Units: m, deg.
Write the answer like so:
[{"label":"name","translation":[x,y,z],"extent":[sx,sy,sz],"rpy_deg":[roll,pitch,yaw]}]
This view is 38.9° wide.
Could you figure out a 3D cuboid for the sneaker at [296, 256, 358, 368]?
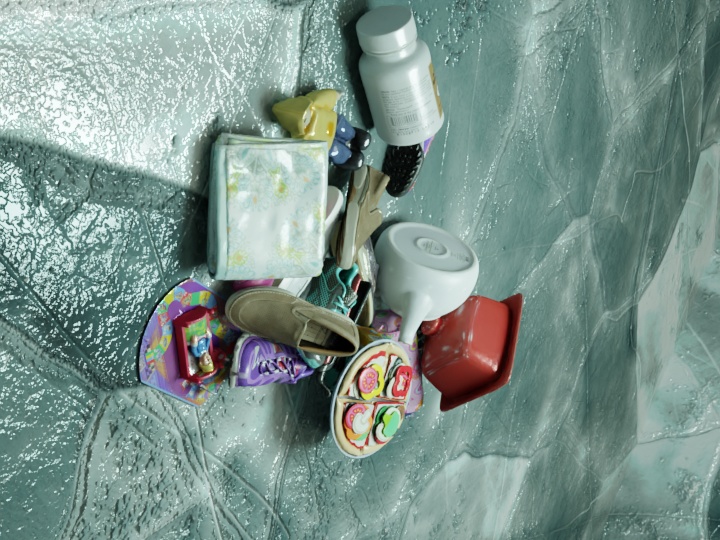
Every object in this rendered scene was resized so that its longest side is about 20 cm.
[{"label":"sneaker","translation":[-0.050,0.053,1.555],"extent":[0.078,0.091,0.200],"rpy_deg":[50,36,-47]}]

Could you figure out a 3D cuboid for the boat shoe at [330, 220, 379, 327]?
[{"label":"boat shoe","translation":[0.000,0.000,1.685],"extent":[0.065,0.072,0.200],"rpy_deg":[-36,126,-37]}]

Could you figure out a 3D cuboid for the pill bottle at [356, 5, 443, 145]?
[{"label":"pill bottle","translation":[0.059,-0.307,1.605],"extent":[0.114,0.114,0.200],"rpy_deg":[-51,140,-32]}]

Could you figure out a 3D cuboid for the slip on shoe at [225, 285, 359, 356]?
[{"label":"slip on shoe","translation":[-0.094,0.079,1.453],"extent":[0.200,0.061,0.076],"rpy_deg":[21,109,-20]}]

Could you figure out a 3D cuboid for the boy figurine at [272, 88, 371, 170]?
[{"label":"boy figurine","translation":[-0.058,-0.217,1.516],"extent":[0.200,0.064,0.125],"rpy_deg":[27,83,-60]}]

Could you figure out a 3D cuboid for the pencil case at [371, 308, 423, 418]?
[{"label":"pencil case","translation":[0.067,0.168,1.842],"extent":[0.087,0.087,0.200],"rpy_deg":[-40,135,-41]}]

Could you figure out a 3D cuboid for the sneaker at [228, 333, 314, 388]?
[{"label":"sneaker","translation":[-0.128,0.136,1.514],"extent":[0.200,0.083,0.081],"rpy_deg":[-4,105,-65]}]

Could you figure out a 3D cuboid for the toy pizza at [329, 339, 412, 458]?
[{"label":"toy pizza","translation":[0.026,0.210,1.647],"extent":[0.200,0.032,0.201],"rpy_deg":[-21,118,-45]}]

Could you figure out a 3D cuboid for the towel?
[{"label":"towel","translation":[-0.126,-0.087,1.411],"extent":[0.171,0.048,0.201],"rpy_deg":[-1,100,-29]}]

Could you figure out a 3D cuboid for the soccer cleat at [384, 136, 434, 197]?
[{"label":"soccer cleat","translation":[0.096,-0.216,1.745],"extent":[0.073,0.068,0.201],"rpy_deg":[21,83,-61]}]

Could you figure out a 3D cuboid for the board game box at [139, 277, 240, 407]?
[{"label":"board game box","translation":[-0.220,0.106,1.424],"extent":[0.200,0.039,0.158],"rpy_deg":[41,69,-55]}]

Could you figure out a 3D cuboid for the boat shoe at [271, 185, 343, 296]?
[{"label":"boat shoe","translation":[-0.080,-0.033,1.546],"extent":[0.069,0.072,0.200],"rpy_deg":[47,64,-49]}]

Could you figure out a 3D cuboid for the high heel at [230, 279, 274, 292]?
[{"label":"high heel","translation":[-0.114,-0.039,1.492],"extent":[0.200,0.067,0.096],"rpy_deg":[-47,129,-28]}]

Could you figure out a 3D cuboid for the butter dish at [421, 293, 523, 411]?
[{"label":"butter dish","translation":[0.173,0.123,1.809],"extent":[0.148,0.199,0.200],"rpy_deg":[30,53,-21]}]

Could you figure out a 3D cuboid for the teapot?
[{"label":"teapot","translation":[0.101,0.017,1.761],"extent":[0.200,0.197,0.146],"rpy_deg":[-10,131,-40]}]

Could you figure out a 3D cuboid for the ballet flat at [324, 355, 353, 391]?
[{"label":"ballet flat","translation":[-0.030,0.110,1.689],"extent":[0.063,0.068,0.200],"rpy_deg":[-44,137,-49]}]

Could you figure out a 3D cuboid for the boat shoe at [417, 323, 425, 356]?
[{"label":"boat shoe","translation":[0.112,0.123,1.909],"extent":[0.075,0.062,0.200],"rpy_deg":[-46,137,-34]}]

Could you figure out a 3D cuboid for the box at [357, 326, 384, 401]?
[{"label":"box","translation":[0.000,0.204,1.731],"extent":[0.041,0.119,0.201],"rpy_deg":[8,97,-14]}]

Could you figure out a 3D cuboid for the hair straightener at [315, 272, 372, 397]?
[{"label":"hair straightener","translation":[-0.021,0.107,1.614],"extent":[0.077,0.041,0.200],"rpy_deg":[34,66,-49]}]

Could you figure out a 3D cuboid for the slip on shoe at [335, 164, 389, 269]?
[{"label":"slip on shoe","translation":[0.004,-0.083,1.581],"extent":[0.076,0.060,0.200],"rpy_deg":[112,-10,-46]}]
